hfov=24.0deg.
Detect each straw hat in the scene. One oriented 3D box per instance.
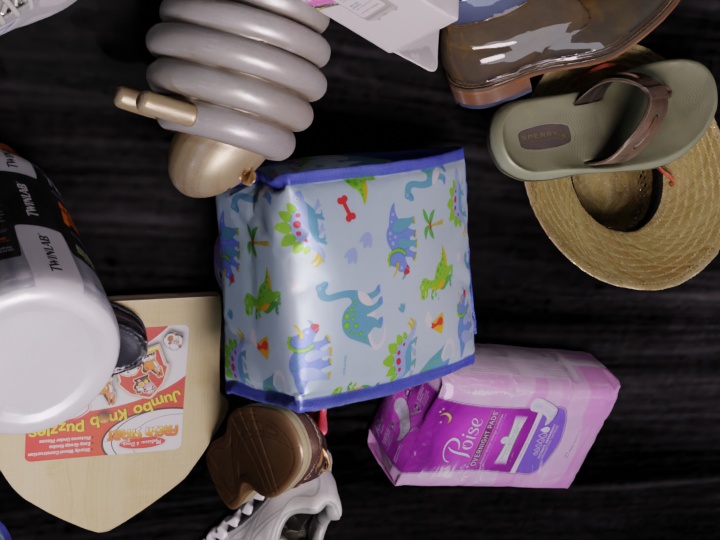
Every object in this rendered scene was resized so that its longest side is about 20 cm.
[{"bbox_3d":[0.195,-0.072,1.342,0.200,0.202,0.085,-6,168,-23],"label":"straw hat"}]

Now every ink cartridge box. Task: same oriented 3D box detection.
[{"bbox_3d":[0.004,-0.225,1.113,0.199,0.117,0.067,25,148,-38],"label":"ink cartridge box"}]

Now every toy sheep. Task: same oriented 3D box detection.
[{"bbox_3d":[-0.084,-0.145,1.133,0.137,0.138,0.201,16,93,-35],"label":"toy sheep"}]

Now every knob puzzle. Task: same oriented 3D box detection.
[{"bbox_3d":[-0.201,0.110,1.316,0.218,0.030,0.221,-9,116,-19],"label":"knob puzzle"}]

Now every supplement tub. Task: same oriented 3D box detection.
[{"bbox_3d":[-0.240,0.003,1.114,0.122,0.200,0.123,-14,130,-17],"label":"supplement tub"}]

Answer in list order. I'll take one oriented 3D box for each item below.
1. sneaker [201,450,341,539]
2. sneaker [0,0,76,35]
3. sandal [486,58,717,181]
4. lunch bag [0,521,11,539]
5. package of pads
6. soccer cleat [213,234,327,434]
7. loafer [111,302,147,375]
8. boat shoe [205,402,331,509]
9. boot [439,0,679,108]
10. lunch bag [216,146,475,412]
[{"bbox_3d":[-0.083,0.241,1.454,0.075,0.081,0.200,16,117,-36],"label":"sneaker"},{"bbox_3d":[-0.247,-0.163,1.063,0.199,0.087,0.075,-22,130,-12],"label":"sneaker"},{"bbox_3d":[0.190,-0.112,1.272,0.200,0.080,0.057,-17,172,-25],"label":"sandal"},{"bbox_3d":[-0.313,0.274,1.302,0.127,0.170,0.201,-25,130,-7],"label":"lunch bag"},{"bbox_3d":[0.117,0.125,1.469,0.199,0.076,0.121,6,118,-30],"label":"package of pads"},{"bbox_3d":[-0.062,0.045,1.318,0.066,0.077,0.201,-22,131,-10],"label":"soccer cleat"},{"bbox_3d":[-0.244,0.054,1.217,0.199,0.063,0.072,9,108,-25],"label":"loafer"},{"bbox_3d":[-0.060,0.135,1.298,0.072,0.072,0.200,-20,169,-24],"label":"boat shoe"},{"bbox_3d":[0.146,-0.200,1.240,0.199,0.075,0.097,-29,135,-2],"label":"boot"},{"bbox_3d":[0.000,0.000,1.243,0.199,0.127,0.171,-9,101,-34],"label":"lunch bag"}]
